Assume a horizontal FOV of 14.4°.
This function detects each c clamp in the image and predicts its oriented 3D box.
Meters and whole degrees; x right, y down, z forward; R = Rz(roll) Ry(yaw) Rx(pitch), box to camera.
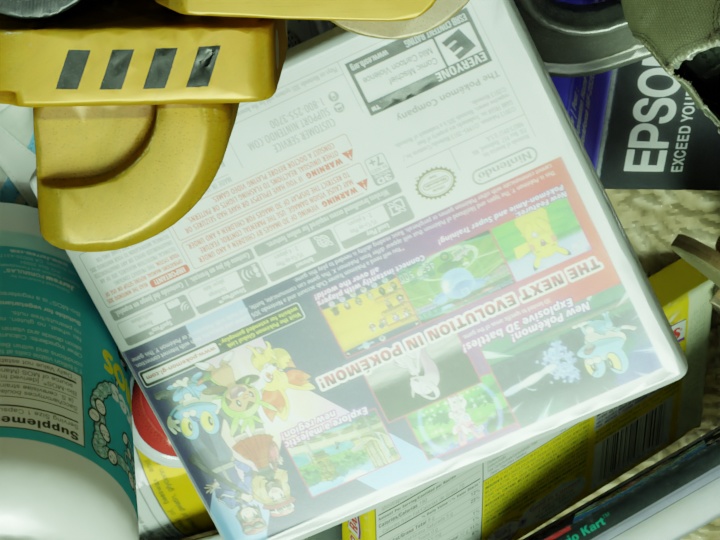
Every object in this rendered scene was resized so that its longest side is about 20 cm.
[{"bbox_3d":[0.099,-0.141,1.082,0.200,0.027,0.171,-14,134,11],"label":"c clamp"}]

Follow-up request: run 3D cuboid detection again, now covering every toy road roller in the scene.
[{"bbox_3d":[-0.054,-0.086,1.015,0.200,0.123,0.146,0,107,2],"label":"toy road roller"}]

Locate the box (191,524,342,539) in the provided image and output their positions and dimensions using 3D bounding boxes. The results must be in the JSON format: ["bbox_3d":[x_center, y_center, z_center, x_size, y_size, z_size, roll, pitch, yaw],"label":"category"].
[{"bbox_3d":[-0.101,0.151,1.316,0.200,0.041,0.156,-18,174,26],"label":"box"}]

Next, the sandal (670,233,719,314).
[{"bbox_3d":[0.187,-0.006,1.218,0.070,0.078,0.212,-51,165,0],"label":"sandal"}]

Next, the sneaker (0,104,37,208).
[{"bbox_3d":[-0.132,-0.045,1.182,0.081,0.077,0.200,-2,136,-5],"label":"sneaker"}]

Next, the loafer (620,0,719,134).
[{"bbox_3d":[0.162,-0.069,1.108,0.075,0.070,0.200,-28,143,30],"label":"loafer"}]

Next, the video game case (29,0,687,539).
[{"bbox_3d":[0.000,0.000,1.108,0.200,0.023,0.182,-24,106,11],"label":"video game case"}]

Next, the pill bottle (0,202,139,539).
[{"bbox_3d":[-0.143,0.076,1.106,0.111,0.200,0.111,-4,134,-4],"label":"pill bottle"}]

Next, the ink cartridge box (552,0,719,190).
[{"bbox_3d":[0.147,-0.116,1.158,0.200,0.043,0.198,1,134,-3],"label":"ink cartridge box"}]

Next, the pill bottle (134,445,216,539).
[{"bbox_3d":[-0.105,0.069,1.269,0.200,0.111,0.111,-15,134,11],"label":"pill bottle"}]

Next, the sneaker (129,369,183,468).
[{"bbox_3d":[-0.014,-0.001,1.150,0.071,0.112,0.200,46,75,-5],"label":"sneaker"}]

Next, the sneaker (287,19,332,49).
[{"bbox_3d":[-0.058,-0.119,1.108,0.075,0.082,0.200,-22,130,16],"label":"sneaker"}]

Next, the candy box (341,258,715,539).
[{"bbox_3d":[0.076,0.077,1.279,0.200,0.026,0.102,-29,139,-25],"label":"candy box"}]

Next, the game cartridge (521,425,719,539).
[{"bbox_3d":[0.127,0.109,1.293,0.200,0.038,0.130,-30,173,5],"label":"game cartridge"}]
